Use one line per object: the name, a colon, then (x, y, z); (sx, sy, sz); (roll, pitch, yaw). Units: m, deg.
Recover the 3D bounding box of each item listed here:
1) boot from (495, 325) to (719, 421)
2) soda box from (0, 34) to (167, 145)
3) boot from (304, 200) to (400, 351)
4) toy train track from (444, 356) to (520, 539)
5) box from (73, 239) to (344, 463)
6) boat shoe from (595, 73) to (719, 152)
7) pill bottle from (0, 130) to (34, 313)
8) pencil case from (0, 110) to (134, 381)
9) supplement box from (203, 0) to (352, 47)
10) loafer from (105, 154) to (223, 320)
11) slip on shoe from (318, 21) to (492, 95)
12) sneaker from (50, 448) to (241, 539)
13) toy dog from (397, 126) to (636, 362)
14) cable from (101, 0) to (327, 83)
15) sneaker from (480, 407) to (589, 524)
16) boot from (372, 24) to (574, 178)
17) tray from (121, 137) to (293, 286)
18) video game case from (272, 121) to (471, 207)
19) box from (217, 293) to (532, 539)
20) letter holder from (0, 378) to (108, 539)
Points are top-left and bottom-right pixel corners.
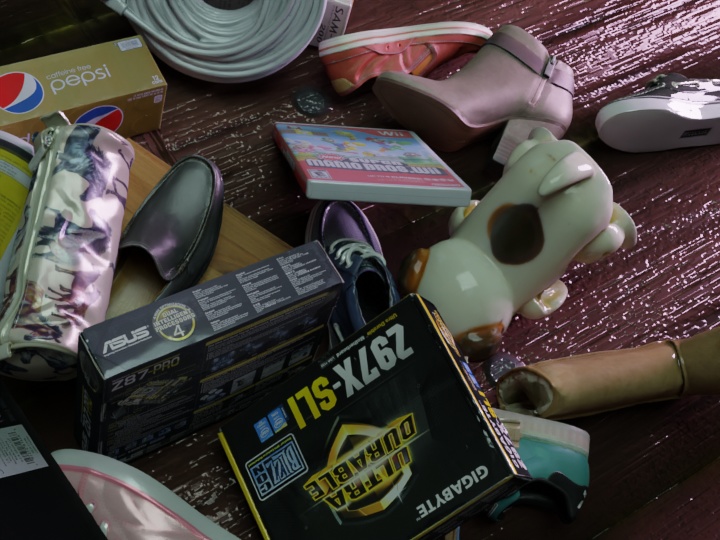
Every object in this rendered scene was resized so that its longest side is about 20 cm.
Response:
boot: (0.240, 0.089, 1.006); (0.198, 0.175, 0.067); (-6, 75, -22)
soda box: (-0.277, -0.145, 1.059); (0.198, 0.068, 0.064); (-19, 66, -26)
boot: (0.000, 0.000, 1.031); (0.072, 0.091, 0.202); (-2, 57, -17)
toy train track: (0.066, 0.167, 0.929); (0.113, 0.033, 0.203); (4, 85, 2)
box: (-0.119, 0.069, 0.914); (0.199, 0.162, 0.049); (-23, 67, -26)
boat shoe: (0.324, -0.169, 1.251); (0.198, 0.071, 0.064); (-3, 60, -27)
pill bottle: (-0.316, -0.006, 0.933); (0.111, 0.112, 0.201); (19, 55, -3)
pencil case: (-0.227, -0.014, 0.898); (0.089, 0.077, 0.202); (32, 56, -45)
supplement box: (-0.098, -0.316, 1.215); (0.198, 0.074, 0.127); (18, 55, -5)
loafer: (-0.166, -0.008, 0.964); (0.072, 0.072, 0.202); (20, 76, 4)
slip on shoe: (0.049, -0.215, 1.207); (0.198, 0.074, 0.062); (-14, 97, -30)
sneaker: (-0.163, 0.215, 0.860); (0.199, 0.076, 0.105); (32, 50, 0)
toy dog: (0.131, -0.010, 1.032); (0.200, 0.194, 0.140); (-42, 90, 1)
cable: (-0.128, -0.277, 1.119); (0.200, 0.199, 0.069); (48, 14, -15)
sneaker: (0.092, 0.158, 0.974); (0.198, 0.072, 0.081); (9, 62, -4)
boot: (0.122, -0.185, 1.187); (0.199, 0.070, 0.147); (32, 66, -15)
tray: (-0.153, -0.024, 1.039); (0.199, 0.037, 0.099); (34, 56, 5)
video game case: (0.004, -0.097, 1.068); (0.141, 0.018, 0.200); (2, 20, -14)
box: (0.006, 0.139, 0.904); (0.199, 0.049, 0.161); (-35, 64, 14)
letter holder: (-0.277, 0.195, 0.838); (0.200, 0.142, 0.100); (50, 27, 20)
